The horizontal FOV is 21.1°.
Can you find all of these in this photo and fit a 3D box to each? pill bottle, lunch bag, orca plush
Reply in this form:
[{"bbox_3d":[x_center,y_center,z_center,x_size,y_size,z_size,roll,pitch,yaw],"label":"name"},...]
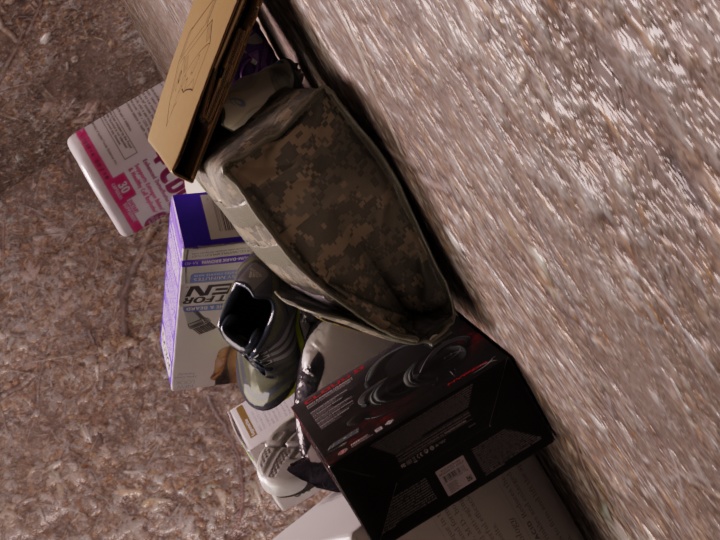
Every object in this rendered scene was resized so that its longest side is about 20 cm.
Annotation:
[{"bbox_3d":[-0.173,-0.130,1.882,0.114,0.199,0.113,58,176,6],"label":"pill bottle"},{"bbox_3d":[-0.020,-0.027,1.411,0.200,0.117,0.164,52,174,-12],"label":"lunch bag"},{"bbox_3d":[-0.010,0.077,1.553,0.071,0.104,0.202,166,112,-74],"label":"orca plush"}]

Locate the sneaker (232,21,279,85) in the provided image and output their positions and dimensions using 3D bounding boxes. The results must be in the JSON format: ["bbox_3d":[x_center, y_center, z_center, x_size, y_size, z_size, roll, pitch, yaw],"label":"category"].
[{"bbox_3d":[-0.078,-0.148,1.657,0.083,0.081,0.200,29,162,46],"label":"sneaker"}]

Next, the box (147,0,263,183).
[{"bbox_3d":[-0.119,-0.160,1.479,0.021,0.164,0.200,20,-173,-16],"label":"box"}]

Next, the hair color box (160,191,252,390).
[{"bbox_3d":[-0.109,0.017,1.651,0.201,0.109,0.065,102,158,-52],"label":"hair color box"}]

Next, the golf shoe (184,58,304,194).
[{"bbox_3d":[-0.118,-0.104,1.582,0.079,0.097,0.200,61,144,13],"label":"golf shoe"}]

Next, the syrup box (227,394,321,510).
[{"bbox_3d":[-0.011,0.124,1.755,0.079,0.199,0.081,62,175,-30],"label":"syrup box"}]

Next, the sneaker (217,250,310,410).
[{"bbox_3d":[-0.083,0.046,1.564,0.074,0.081,0.201,31,140,22],"label":"sneaker"}]

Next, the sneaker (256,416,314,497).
[{"bbox_3d":[-0.010,0.153,1.629,0.077,0.200,0.082,10,118,34],"label":"sneaker"}]

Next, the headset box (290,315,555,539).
[{"bbox_3d":[0.039,0.110,1.422,0.078,0.148,0.200,60,176,-14],"label":"headset box"}]

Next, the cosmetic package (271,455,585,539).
[{"bbox_3d":[0.047,0.238,1.511,0.165,0.200,0.166,-26,96,51],"label":"cosmetic package"}]
